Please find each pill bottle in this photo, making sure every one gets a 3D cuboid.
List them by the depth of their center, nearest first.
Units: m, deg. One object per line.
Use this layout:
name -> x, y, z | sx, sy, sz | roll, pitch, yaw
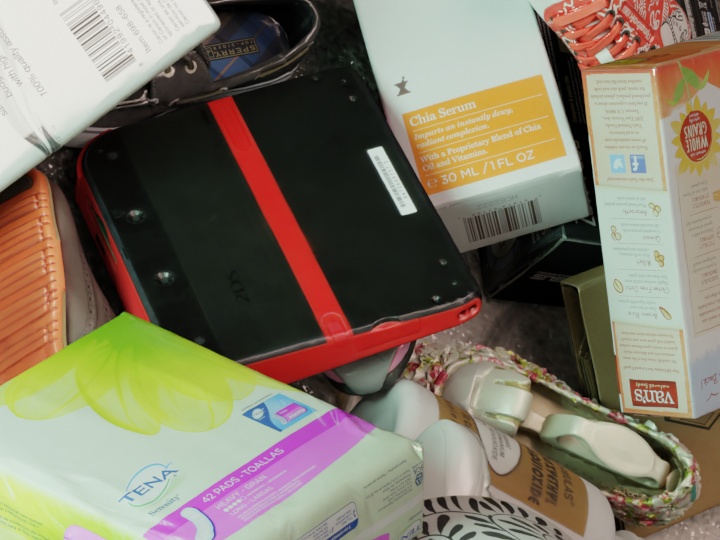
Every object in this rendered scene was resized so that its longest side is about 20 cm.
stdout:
pill bottle -> 0.075, 0.152, 1.615 | 0.200, 0.114, 0.114 | 30, 52, -18

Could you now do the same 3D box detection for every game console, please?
game console -> -0.050, -0.021, 1.599 | 0.177, 0.031, 0.200 | -16, 50, -15

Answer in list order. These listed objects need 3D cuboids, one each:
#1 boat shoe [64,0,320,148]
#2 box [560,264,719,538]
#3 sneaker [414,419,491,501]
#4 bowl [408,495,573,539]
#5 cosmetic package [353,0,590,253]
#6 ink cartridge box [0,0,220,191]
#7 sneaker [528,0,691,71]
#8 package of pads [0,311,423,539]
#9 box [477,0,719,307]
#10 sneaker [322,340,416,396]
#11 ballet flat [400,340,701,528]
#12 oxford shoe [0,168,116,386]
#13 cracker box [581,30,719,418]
boat shoe -> -0.104, -0.121, 1.673 | 0.200, 0.066, 0.070 | -12, 73, -38
box -> 0.217, 0.053, 1.757 | 0.200, 0.021, 0.164 | -20, 106, -27
sneaker -> -0.007, 0.153, 1.480 | 0.087, 0.075, 0.200 | 42, 73, -21
bowl -> 0.069, 0.208, 1.418 | 0.201, 0.094, 0.201 | 2, 84, -24
cosmetic package -> 0.058, -0.118, 1.712 | 0.101, 0.071, 0.200 | -17, 65, 2
ink cartridge box -> -0.199, -0.125, 1.544 | 0.200, 0.084, 0.144 | -38, 99, -20
sneaker -> 0.148, -0.130, 1.693 | 0.201, 0.067, 0.108 | 24, 51, -64
package of pads -> -0.093, 0.105, 1.410 | 0.200, 0.068, 0.154 | 22, 37, 34
box -> 0.149, -0.081, 1.813 | 0.164, 0.086, 0.200 | 6, 62, -32
sneaker -> 0.000, 0.000, 1.653 | 0.079, 0.095, 0.200 | -8, 48, 3
ballet flat -> 0.104, 0.086, 1.669 | 0.200, 0.064, 0.076 | 19, 76, -5
oxford shoe -> -0.152, 0.044, 1.556 | 0.073, 0.071, 0.200 | 3, 72, -43
cracker box -> 0.197, -0.028, 1.672 | 0.134, 0.058, 0.200 | -17, 104, -45
